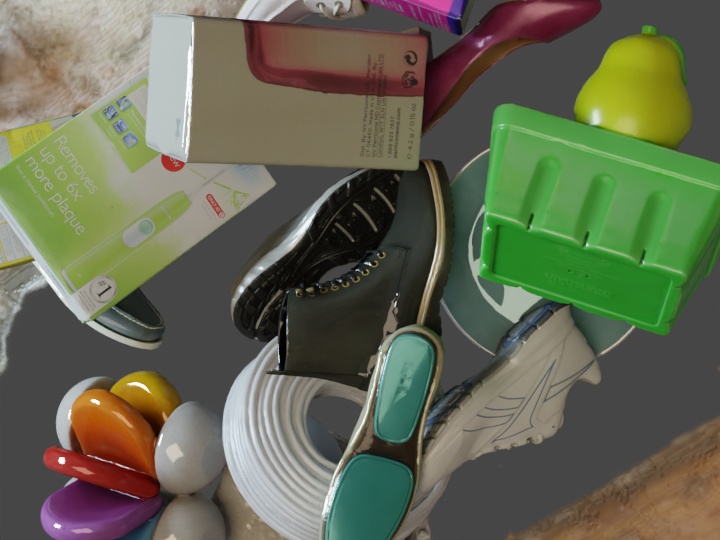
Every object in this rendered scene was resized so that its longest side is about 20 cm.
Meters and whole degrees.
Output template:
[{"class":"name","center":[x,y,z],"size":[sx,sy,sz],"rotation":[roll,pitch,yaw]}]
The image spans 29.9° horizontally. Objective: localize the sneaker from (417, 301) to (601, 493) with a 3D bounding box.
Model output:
[{"class":"sneaker","center":[0.119,0.115,1.103],"size":[0.200,0.074,0.087],"rotation":[-41,96,-10]}]

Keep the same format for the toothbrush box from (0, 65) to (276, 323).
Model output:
[{"class":"toothbrush box","center":[-0.197,-0.071,1.157],"size":[0.199,0.086,0.146],"rotation":[-37,97,-16]}]

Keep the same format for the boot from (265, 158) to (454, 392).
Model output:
[{"class":"boot","center":[0.000,0.000,1.115],"size":[0.137,0.077,0.203],"rotation":[8,79,-14]}]

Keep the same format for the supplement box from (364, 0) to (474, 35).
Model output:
[{"class":"supplement box","center":[0.004,-0.270,1.055],"size":[0.198,0.103,0.102],"rotation":[21,94,4]}]

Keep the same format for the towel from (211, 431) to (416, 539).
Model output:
[{"class":"towel","center":[-0.038,0.212,1.239],"size":[0.198,0.034,0.134],"rotation":[21,102,13]}]

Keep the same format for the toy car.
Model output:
[{"class":"toy car","center":[-0.220,0.196,1.214],"size":[0.173,0.149,0.203],"rotation":[9,102,30]}]

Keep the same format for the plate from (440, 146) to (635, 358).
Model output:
[{"class":"plate","center":[0.157,-0.016,1.152],"size":[0.197,0.026,0.203],"rotation":[2,99,15]}]

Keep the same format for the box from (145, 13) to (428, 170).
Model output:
[{"class":"box","center":[-0.061,-0.143,1.084],"size":[0.198,0.128,0.110],"rotation":[1,100,-24]}]

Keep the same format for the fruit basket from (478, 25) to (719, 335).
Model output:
[{"class":"fruit basket","center":[0.200,-0.080,1.065],"size":[0.212,0.156,0.218],"rotation":[-1,58,1]}]

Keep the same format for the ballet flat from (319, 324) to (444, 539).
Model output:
[{"class":"ballet flat","center":[0.019,0.140,1.067],"size":[0.069,0.069,0.202],"rotation":[21,89,12]}]

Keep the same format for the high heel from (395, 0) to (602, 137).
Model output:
[{"class":"high heel","center":[0.111,-0.166,1.118],"size":[0.198,0.067,0.097],"rotation":[-10,86,32]}]

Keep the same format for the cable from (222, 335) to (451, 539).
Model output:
[{"class":"cable","center":[-0.017,0.139,1.143],"size":[0.197,0.069,0.202],"rotation":[12,60,-14]}]

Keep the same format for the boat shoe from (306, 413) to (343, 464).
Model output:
[{"class":"boat shoe","center":[-0.032,0.210,1.187],"size":[0.200,0.071,0.068],"rotation":[49,138,11]}]

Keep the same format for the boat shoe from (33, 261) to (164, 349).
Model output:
[{"class":"boat shoe","center":[-0.250,-0.008,1.246],"size":[0.200,0.073,0.062],"rotation":[42,111,12]}]

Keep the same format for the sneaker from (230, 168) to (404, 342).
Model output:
[{"class":"sneaker","center":[-0.040,-0.028,1.181],"size":[0.200,0.079,0.074],"rotation":[-40,117,2]}]

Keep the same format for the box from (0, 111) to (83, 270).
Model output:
[{"class":"box","center":[-0.251,-0.081,1.209],"size":[0.198,0.048,0.119],"rotation":[-16,92,-14]}]

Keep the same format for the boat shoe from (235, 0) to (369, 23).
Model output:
[{"class":"boat shoe","center":[-0.019,-0.244,1.142],"size":[0.199,0.071,0.070],"rotation":[-35,86,17]}]
